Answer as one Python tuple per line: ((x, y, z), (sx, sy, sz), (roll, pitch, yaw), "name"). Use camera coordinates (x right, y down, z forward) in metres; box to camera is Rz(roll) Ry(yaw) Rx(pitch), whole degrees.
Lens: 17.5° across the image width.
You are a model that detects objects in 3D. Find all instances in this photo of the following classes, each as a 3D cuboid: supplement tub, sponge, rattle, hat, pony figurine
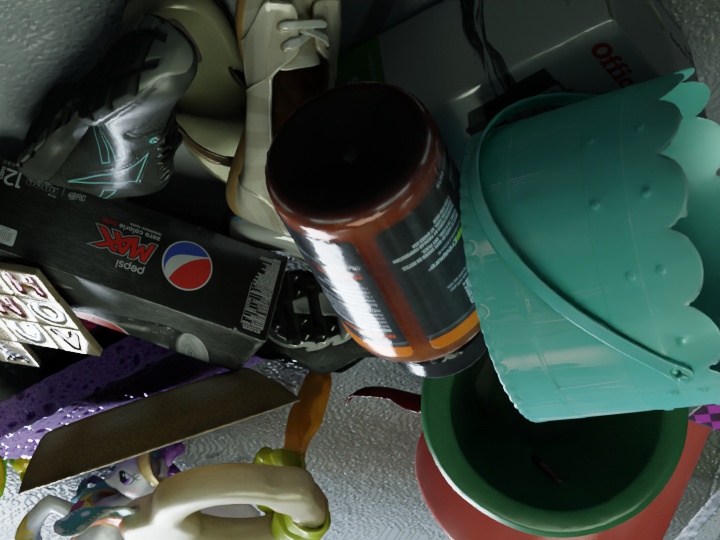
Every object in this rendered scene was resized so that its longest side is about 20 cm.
((0.021, -0.015, 1.402), (0.107, 0.107, 0.200), (-16, 142, 10), "supplement tub")
((-0.175, 0.084, 1.644), (0.200, 0.030, 0.111), (-26, 164, 22), "sponge")
((-0.124, 0.137, 1.680), (0.199, 0.143, 0.130), (-5, 168, 12), "rattle")
((0.115, 0.079, 1.592), (0.200, 0.176, 0.166), (30, 93, -1), "hat")
((-0.166, 0.220, 1.779), (0.193, 0.167, 0.200), (42, 113, -19), "pony figurine")

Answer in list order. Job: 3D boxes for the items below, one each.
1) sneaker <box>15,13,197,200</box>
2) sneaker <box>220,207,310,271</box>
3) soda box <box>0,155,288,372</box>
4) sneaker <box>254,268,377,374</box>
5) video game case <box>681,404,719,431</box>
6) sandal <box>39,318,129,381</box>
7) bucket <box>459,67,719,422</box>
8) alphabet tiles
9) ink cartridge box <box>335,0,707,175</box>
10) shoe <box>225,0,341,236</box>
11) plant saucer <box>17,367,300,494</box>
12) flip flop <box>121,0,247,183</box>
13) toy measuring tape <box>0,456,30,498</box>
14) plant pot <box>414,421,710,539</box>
((-0.135, -0.093, 1.401), (0.079, 0.076, 0.200), (30, 155, -19), "sneaker")
((0.000, 0.000, 1.556), (0.199, 0.075, 0.087), (10, 99, -20), "sneaker")
((-0.154, -0.003, 1.505), (0.200, 0.063, 0.071), (20, 155, -12), "soda box")
((0.007, 0.035, 1.642), (0.200, 0.067, 0.090), (-1, 161, -25), "sneaker")
((0.283, 0.047, 1.615), (0.200, 0.182, 0.036), (20, 133, -34), "video game case")
((-0.170, 0.037, 1.619), (0.075, 0.045, 0.200), (8, 140, -21), "sandal")
((0.148, -0.010, 1.361), (0.134, 0.208, 0.207), (-13, 144, 17), "bucket")
((-0.270, 0.014, 1.521), (0.200, 0.008, 0.167), (9, 151, 27), "alphabet tiles")
((0.097, -0.106, 1.456), (0.200, 0.083, 0.147), (-26, 139, 21), "ink cartridge box")
((-0.038, -0.112, 1.396), (0.070, 0.053, 0.200), (-13, 125, -33), "shoe")
((-0.140, 0.103, 1.577), (0.200, 0.036, 0.200), (-19, 178, -1), "plant saucer")
((-0.086, -0.101, 1.445), (0.081, 0.058, 0.200), (-18, 142, 11), "flip flop")
((-0.331, 0.153, 1.711), (0.199, 0.074, 0.074), (-4, 143, -11), "toy measuring tape")
((0.162, 0.109, 1.676), (0.200, 0.201, 0.178), (11, 128, -25), "plant pot")
